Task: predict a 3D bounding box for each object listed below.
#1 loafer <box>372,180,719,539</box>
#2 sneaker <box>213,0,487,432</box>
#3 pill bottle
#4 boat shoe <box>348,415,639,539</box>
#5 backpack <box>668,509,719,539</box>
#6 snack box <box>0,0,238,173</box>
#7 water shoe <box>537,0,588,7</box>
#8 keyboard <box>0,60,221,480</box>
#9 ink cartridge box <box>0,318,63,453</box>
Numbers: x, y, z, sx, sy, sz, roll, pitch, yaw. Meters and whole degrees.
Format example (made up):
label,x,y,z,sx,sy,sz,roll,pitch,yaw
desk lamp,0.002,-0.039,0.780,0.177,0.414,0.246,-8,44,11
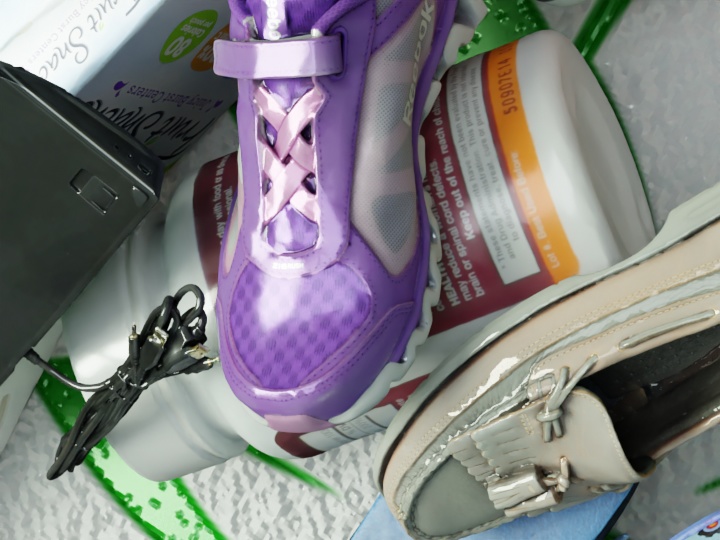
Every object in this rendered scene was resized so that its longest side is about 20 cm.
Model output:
label,x,y,z,sx,sy,sz,roll,pitch,yaw
loafer,0.090,0.036,0.825,0.200,0.072,0.063,-37,47,16
sneaker,-0.014,-0.050,0.818,0.080,0.088,0.202,4,73,24
pill bottle,0.000,0.000,0.909,0.199,0.114,0.115,-20,84,16
boat shoe,0.028,0.108,0.926,0.200,0.069,0.084,-41,74,15
backpack,0.099,0.155,0.764,0.182,0.200,0.135,-33,72,20
snack box,-0.074,-0.092,0.917,0.200,0.142,0.053,-44,77,12
water shoe,0.062,-0.181,0.922,0.078,0.072,0.201,-10,65,-25
keyboard,-0.123,0.017,0.867,0.127,0.021,0.200,39,132,-7
ink cartridge box,-0.235,0.018,0.998,0.199,0.083,0.146,30,99,15
